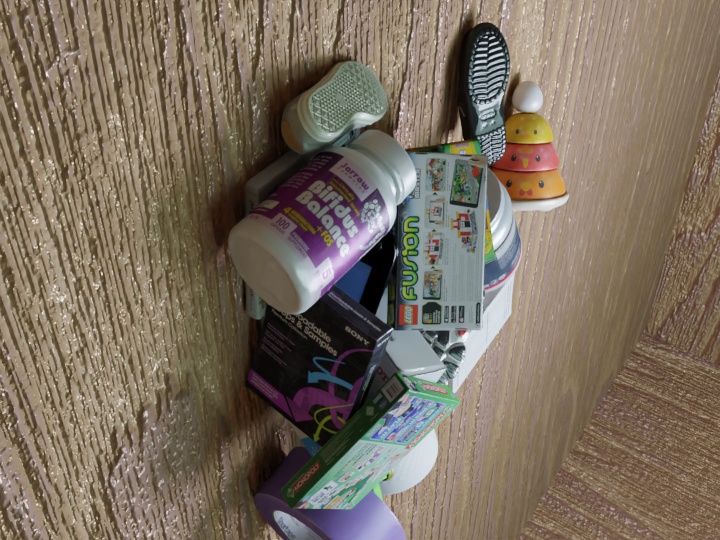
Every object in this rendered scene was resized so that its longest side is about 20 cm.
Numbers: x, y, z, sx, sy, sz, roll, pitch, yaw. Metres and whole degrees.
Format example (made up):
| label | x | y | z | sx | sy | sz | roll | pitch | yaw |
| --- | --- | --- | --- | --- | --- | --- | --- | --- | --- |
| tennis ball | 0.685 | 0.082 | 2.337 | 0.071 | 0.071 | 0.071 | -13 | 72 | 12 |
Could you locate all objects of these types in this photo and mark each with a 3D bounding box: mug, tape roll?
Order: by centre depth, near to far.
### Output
| label | x | y | z | sx | sy | sz | roll | pitch | yaw |
| --- | --- | --- | --- | --- | --- | --- | --- | --- | --- |
| tape roll | -0.042 | 0.336 | 1.406 | 0.085 | 0.199 | 0.201 | -48 | 152 | -26 |
| mug | 0.043 | 0.195 | 1.500 | 0.199 | 0.147 | 0.176 | -34 | 133 | -16 |

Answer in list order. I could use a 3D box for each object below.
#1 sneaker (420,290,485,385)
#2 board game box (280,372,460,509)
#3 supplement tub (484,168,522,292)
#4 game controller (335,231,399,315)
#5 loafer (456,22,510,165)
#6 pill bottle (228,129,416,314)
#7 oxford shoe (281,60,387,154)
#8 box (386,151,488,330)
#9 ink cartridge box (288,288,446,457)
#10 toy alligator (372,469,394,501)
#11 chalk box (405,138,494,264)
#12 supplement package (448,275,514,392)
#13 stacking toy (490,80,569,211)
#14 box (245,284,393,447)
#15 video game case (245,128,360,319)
| label | x | y | z | sx | sy | sz | roll | pitch | yaw |
| --- | --- | --- | --- | --- | --- | --- | --- | --- | --- |
| sneaker | 0.107 | 0.088 | 1.459 | 0.081 | 0.083 | 0.201 | 41 | 64 | -20 |
| board game box | 0.014 | 0.205 | 1.222 | 0.200 | 0.029 | 0.134 | -47 | 150 | 14 |
| supplement tub | 0.158 | -0.062 | 1.525 | 0.141 | 0.139 | 0.200 | -60 | 156 | -12 |
| game controller | -0.028 | 0.027 | 1.199 | 0.042 | 0.103 | 0.202 | -56 | 167 | -65 |
| loafer | 0.159 | -0.247 | 1.454 | 0.072 | 0.071 | 0.202 | -14 | 120 | -23 |
| pill bottle | -0.033 | -0.057 | 1.085 | 0.200 | 0.112 | 0.113 | -44 | 150 | -27 |
| oxford shoe | -0.028 | -0.176 | 1.126 | 0.057 | 0.076 | 0.200 | -30 | -173 | 33 |
| box | 0.088 | -0.033 | 1.199 | 0.035 | 0.109 | 0.203 | -166 | -102 | -74 |
| ink cartridge box | -0.003 | 0.140 | 1.292 | 0.084 | 0.145 | 0.201 | -5 | 137 | -43 |
| toy alligator | 0.007 | 0.227 | 1.393 | 0.059 | 0.054 | 0.202 | -20 | 117 | -43 |
| chalk box | 0.085 | -0.053 | 1.301 | 0.125 | 0.123 | 0.202 | -21 | 103 | -59 |
| supplement package | 0.155 | 0.080 | 1.696 | 0.200 | 0.109 | 0.114 | -49 | 152 | -32 |
| stacking toy | 0.261 | -0.202 | 1.676 | 0.146 | 0.145 | 0.203 | -25 | 116 | -57 |
| box | -0.052 | 0.100 | 1.186 | 0.036 | 0.142 | 0.201 | -34 | 153 | -46 |
| video game case | -0.065 | -0.067 | 1.191 | 0.200 | 0.022 | 0.184 | -44 | 149 | -43 |
